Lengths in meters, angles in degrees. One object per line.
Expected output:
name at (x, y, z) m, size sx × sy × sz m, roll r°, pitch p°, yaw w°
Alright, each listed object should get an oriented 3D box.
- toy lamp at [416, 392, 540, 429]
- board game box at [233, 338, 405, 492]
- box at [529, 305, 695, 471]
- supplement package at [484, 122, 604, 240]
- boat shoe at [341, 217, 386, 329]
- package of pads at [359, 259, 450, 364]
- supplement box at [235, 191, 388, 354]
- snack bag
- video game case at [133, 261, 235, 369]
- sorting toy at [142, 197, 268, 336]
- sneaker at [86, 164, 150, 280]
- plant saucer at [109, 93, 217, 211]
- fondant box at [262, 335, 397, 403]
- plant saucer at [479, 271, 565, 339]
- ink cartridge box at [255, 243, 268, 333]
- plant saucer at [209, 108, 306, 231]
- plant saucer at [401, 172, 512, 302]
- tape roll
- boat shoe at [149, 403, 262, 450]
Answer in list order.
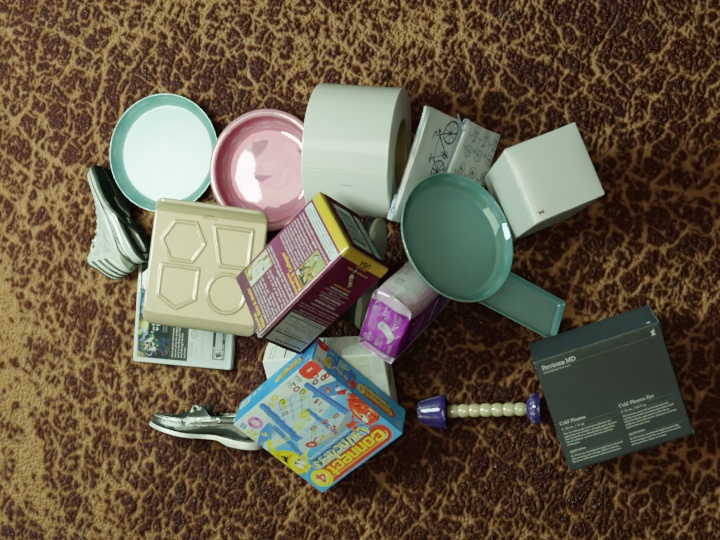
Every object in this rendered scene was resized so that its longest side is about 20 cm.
toy lamp at (0.190, 0.227, 1.590) m, size 0.196 × 0.058 × 0.059 m, roll -2°, pitch 89°, yaw 11°
board game box at (-0.065, 0.234, 1.568) m, size 0.195 × 0.056 × 0.200 m, roll 40°, pitch 120°, yaw -16°
box at (0.381, 0.178, 1.512) m, size 0.197 × 0.104 × 0.185 m, roll -18°, pitch 100°, yaw 10°
supplement package at (0.272, -0.128, 1.493) m, size 0.116 × 0.200 × 0.119 m, roll -21°, pitch 86°, yaw -3°
boat shoe at (0.000, 0.000, 1.594) m, size 0.061 × 0.075 × 0.202 m, roll 24°, pitch 130°, yaw 24°
package of pads at (0.085, 0.040, 1.525) m, size 0.075 × 0.200 × 0.122 m, roll 31°, pitch 132°, yaw 17°
supplement box at (-0.075, 0.006, 1.487) m, size 0.200 × 0.103 × 0.132 m, roll -43°, pitch 49°, yaw 17°
snack bag at (0.134, -0.149, 1.543) m, size 0.021 × 0.199 × 0.191 m, roll 22°, pitch 94°, yaw 42°
video game case at (-0.299, 0.062, 1.701) m, size 0.179 × 0.023 × 0.204 m, roll 4°, pitch 91°, yaw 10°
sorting toy at (-0.246, -0.005, 1.576) m, size 0.182 × 0.036 × 0.204 m, roll 7°, pitch 94°, yaw 1°
sneaker at (-0.447, -0.075, 1.703) m, size 0.115 × 0.075 × 0.202 m, roll -34°, pitch 72°, yaw 21°
plant saucer at (-0.336, -0.202, 1.705) m, size 0.197 × 0.027 × 0.204 m, roll 0°, pitch 89°, yaw 11°
fondant box at (-0.046, 0.182, 1.600) m, size 0.196 × 0.059 × 0.146 m, roll -3°, pitch 123°, yaw 12°
plant saucer at (0.234, 0.041, 1.548) m, size 0.198 × 0.019 × 0.071 m, roll 27°, pitch 72°, yaw -21°
ink cartridge box at (-0.194, 0.022, 1.632) m, size 0.197 × 0.083 × 0.148 m, roll 10°, pitch 91°, yaw 1°
plant saucer at (-0.154, -0.167, 1.659) m, size 0.197 × 0.051 × 0.204 m, roll 0°, pitch 89°, yaw 10°
plant saucer at (0.141, -0.047, 1.483) m, size 0.197 × 0.027 × 0.203 m, roll 11°, pitch 67°, yaw -27°
tape roll at (-0.002, -0.188, 1.553) m, size 0.137 × 0.203 × 0.206 m, roll 5°, pitch 91°, yaw 11°
boat shoe at (-0.257, 0.256, 1.666) m, size 0.197 × 0.074 × 0.061 m, roll 9°, pitch 92°, yaw 8°
